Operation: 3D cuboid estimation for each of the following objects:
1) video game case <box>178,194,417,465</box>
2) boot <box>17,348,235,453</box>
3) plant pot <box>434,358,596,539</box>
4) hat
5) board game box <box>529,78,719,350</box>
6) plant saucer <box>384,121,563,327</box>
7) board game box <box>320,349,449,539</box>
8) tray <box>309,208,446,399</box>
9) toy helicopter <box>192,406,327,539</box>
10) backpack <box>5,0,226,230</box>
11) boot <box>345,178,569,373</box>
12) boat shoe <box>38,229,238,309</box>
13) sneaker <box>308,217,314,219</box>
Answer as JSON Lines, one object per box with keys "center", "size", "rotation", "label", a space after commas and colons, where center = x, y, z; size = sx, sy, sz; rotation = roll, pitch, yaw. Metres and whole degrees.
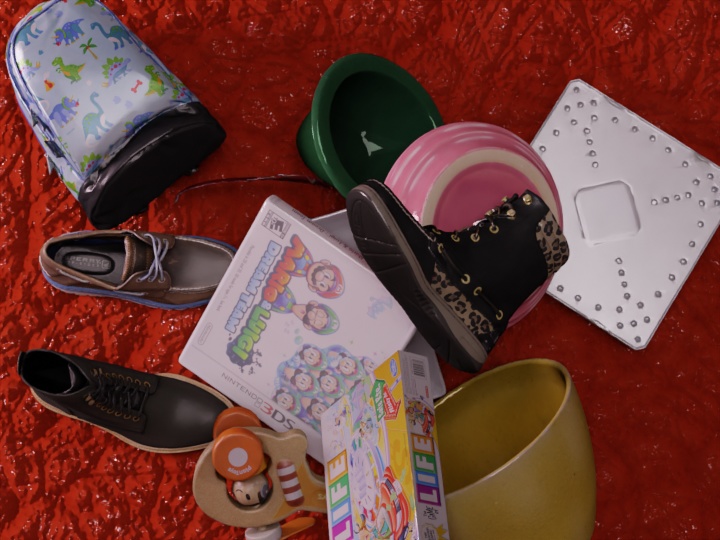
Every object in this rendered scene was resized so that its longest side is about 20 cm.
{"center": [-0.055, 0.059, 1.498], "size": [0.181, 0.024, 0.201], "rotation": [34, 116, 6], "label": "video game case"}
{"center": [-0.219, 0.121, 1.480], "size": [0.198, 0.138, 0.078], "rotation": [9, 79, 1], "label": "boot"}
{"center": [0.138, 0.199, 1.460], "size": [0.199, 0.200, 0.143], "rotation": [-36, 107, -7], "label": "plant pot"}
{"center": [-0.038, -0.113, 1.587], "size": [0.199, 0.175, 0.167], "rotation": [32, 59, -29], "label": "hat"}
{"center": [0.242, -0.055, 1.576], "size": [0.199, 0.026, 0.201], "rotation": [32, 81, 5], "label": "board game box"}
{"center": [0.111, -0.038, 1.492], "size": [0.198, 0.051, 0.203], "rotation": [-2, 94, -26], "label": "plant saucer"}
{"center": [0.019, 0.190, 1.393], "size": [0.034, 0.134, 0.202], "rotation": [15, 52, -29], "label": "board game box"}
{"center": [0.004, 0.038, 1.512], "size": [0.106, 0.022, 0.202], "rotation": [-16, 103, 6], "label": "tray"}
{"center": [-0.059, 0.214, 1.489], "size": [0.198, 0.079, 0.134], "rotation": [12, 101, -8], "label": "toy helicopter"}
{"center": [-0.254, -0.170, 1.545], "size": [0.162, 0.154, 0.201], "rotation": [-35, 63, -3], "label": "backpack"}
{"center": [0.089, -0.031, 1.417], "size": [0.154, 0.073, 0.204], "rotation": [-43, 113, -20], "label": "boot"}
{"center": [-0.211, -0.003, 1.537], "size": [0.197, 0.072, 0.073], "rotation": [-1, 79, -1], "label": "boat shoe"}
{"center": [0.000, 0.000, 1.549], "size": [0.198, 0.074, 0.082], "rotation": [12, 97, 2], "label": "sneaker"}
